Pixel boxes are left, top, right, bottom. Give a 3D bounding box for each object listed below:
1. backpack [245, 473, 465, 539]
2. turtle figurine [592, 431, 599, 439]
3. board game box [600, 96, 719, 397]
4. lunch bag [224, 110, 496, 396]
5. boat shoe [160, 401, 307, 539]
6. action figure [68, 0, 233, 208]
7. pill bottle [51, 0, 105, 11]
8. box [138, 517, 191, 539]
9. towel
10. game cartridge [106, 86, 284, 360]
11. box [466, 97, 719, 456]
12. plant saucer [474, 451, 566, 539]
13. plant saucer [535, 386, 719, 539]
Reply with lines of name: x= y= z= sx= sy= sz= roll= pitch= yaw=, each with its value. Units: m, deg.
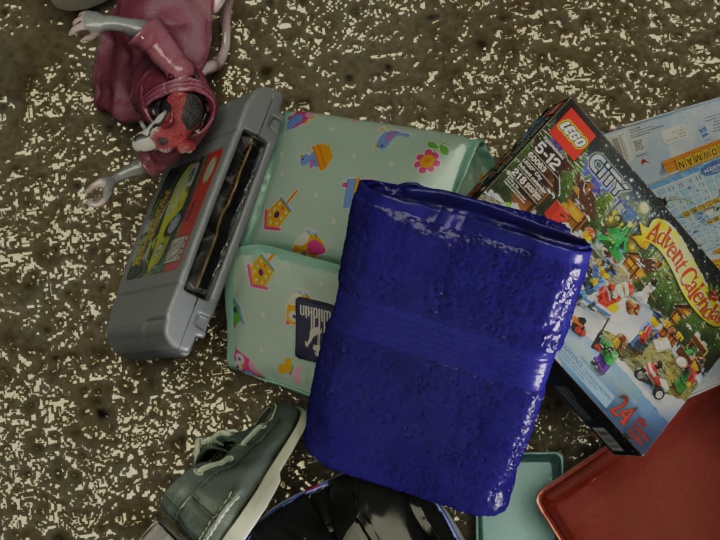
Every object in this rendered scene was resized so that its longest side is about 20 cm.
backpack: x=0.003 y=0.235 z=0.828 sx=0.199 sy=0.154 sz=0.192 roll=-19 pitch=84 yaw=-16
turtle figurine: x=0.185 y=0.021 z=0.927 sx=0.160 sy=0.064 sz=0.201 roll=-20 pitch=71 yaw=-14
board game box: x=0.258 y=-0.022 z=0.898 sx=0.199 sy=0.041 sz=0.201 roll=-17 pitch=90 yaw=-24
lunch bag: x=0.000 y=0.000 z=0.872 sx=0.169 sy=0.122 sz=0.201 roll=13 pitch=77 yaw=28
boat shoe: x=-0.084 y=0.128 z=0.826 sx=0.062 sy=0.200 sz=0.073 roll=33 pitch=107 yaw=-2
action figure: x=-0.140 y=-0.129 z=0.896 sx=0.148 sy=0.135 sz=0.200 roll=-7 pitch=32 yaw=-21
pill bottle: x=-0.256 y=-0.311 z=0.954 sx=0.113 sy=0.113 sz=0.201 roll=-32 pitch=80 yaw=-9
box: x=-0.163 y=0.237 z=0.793 sx=0.048 sy=0.200 sz=0.159 roll=41 pitch=80 yaw=4
towel: x=0.050 y=0.048 z=0.764 sx=0.147 sy=0.050 sz=0.201 roll=17 pitch=113 yaw=9
game cartridge: x=-0.125 y=-0.032 z=0.890 sx=0.041 sy=0.133 sz=0.201 roll=26 pitch=71 yaw=-23
box: x=0.156 y=0.005 z=0.811 sx=0.200 sy=0.038 sz=0.137 roll=47 pitch=71 yaw=-9
plant saucer: x=0.119 y=0.236 z=0.900 sx=0.069 sy=0.019 sz=0.201 roll=0 pitch=78 yaw=-3
plant saucer: x=0.256 y=0.200 z=0.897 sx=0.199 sy=0.037 sz=0.200 roll=-31 pitch=81 yaw=-14
